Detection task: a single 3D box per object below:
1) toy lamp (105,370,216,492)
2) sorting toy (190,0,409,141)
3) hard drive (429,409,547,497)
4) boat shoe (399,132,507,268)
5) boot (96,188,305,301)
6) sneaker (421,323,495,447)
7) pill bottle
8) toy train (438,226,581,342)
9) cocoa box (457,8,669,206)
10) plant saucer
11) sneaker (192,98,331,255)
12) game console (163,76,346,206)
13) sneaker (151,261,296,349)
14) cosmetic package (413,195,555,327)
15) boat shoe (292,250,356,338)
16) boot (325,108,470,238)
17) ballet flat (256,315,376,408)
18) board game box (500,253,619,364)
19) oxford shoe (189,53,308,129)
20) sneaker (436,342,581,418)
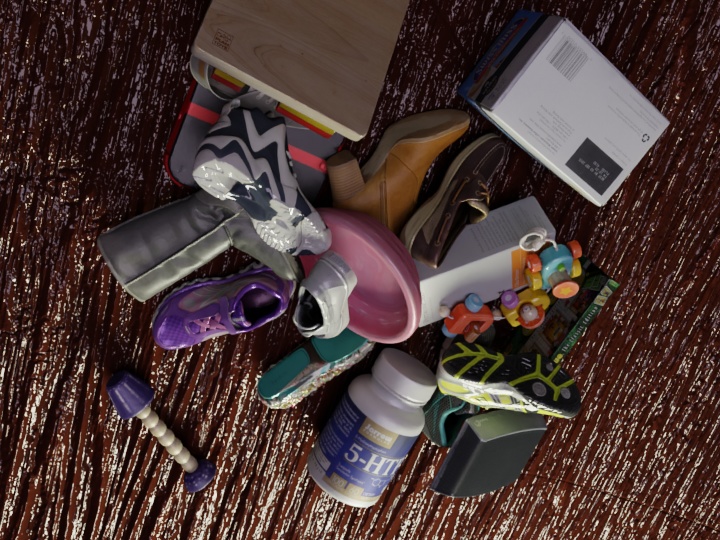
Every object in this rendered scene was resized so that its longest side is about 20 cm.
[{"bbox_3d":[-0.271,0.217,1.094,0.058,0.058,0.201,-32,118,2],"label":"toy lamp"},{"bbox_3d":[-0.066,-0.263,0.880,0.199,0.069,0.200,25,69,-19],"label":"sorting toy"},{"bbox_3d":[0.194,0.267,1.173,0.199,0.042,0.136,5,116,-49],"label":"hard drive"},{"bbox_3d":[0.133,-0.085,1.010,0.200,0.072,0.072,-49,148,-17],"label":"boat shoe"},{"bbox_3d":[-0.189,-0.017,0.973,0.199,0.073,0.183,-34,103,3],"label":"boot"},{"bbox_3d":[0.146,0.164,1.137,0.077,0.091,0.201,12,111,-34],"label":"sneaker"},{"bbox_3d":[0.020,0.215,1.121,0.119,0.120,0.201,23,106,-20],"label":"pill bottle"},{"bbox_3d":[0.202,0.036,1.035,0.149,0.056,0.200,9,135,-37],"label":"toy train"},{"bbox_3d":[0.244,-0.201,0.983,0.199,0.131,0.134,34,102,-23],"label":"cocoa box"},{"bbox_3d":[0.000,0.000,1.000,0.051,0.200,0.202,-43,120,-31],"label":"plant saucer"},{"bbox_3d":[-0.096,-0.112,0.904,0.079,0.131,0.199,-21,138,40],"label":"sneaker"},{"bbox_3d":[-0.124,-0.158,0.982,0.199,0.031,0.178,21,102,-20],"label":"game console"},{"bbox_3d":[-0.174,0.051,1.025,0.199,0.089,0.081,-22,117,-1],"label":"sneaker"},{"bbox_3d":[0.152,-0.011,1.060,0.198,0.072,0.102,-20,142,-3],"label":"cosmetic package"},{"bbox_3d":[-0.052,0.047,0.990,0.068,0.200,0.072,-41,83,-23],"label":"boat shoe"},{"bbox_3d":[0.058,-0.109,1.027,0.200,0.071,0.145,-23,125,-5],"label":"boot"},{"bbox_3d":[-0.053,0.124,1.104,0.199,0.076,0.064,-31,147,7],"label":"ballet flat"},{"bbox_3d":[0.271,0.075,1.124,0.023,0.105,0.201,29,104,-19],"label":"board game box"},{"bbox_3d":[-0.098,-0.208,0.925,0.198,0.058,0.076,16,103,-20],"label":"oxford shoe"},{"bbox_3d":[0.196,0.152,1.073,0.198,0.076,0.077,18,142,-2],"label":"sneaker"}]
